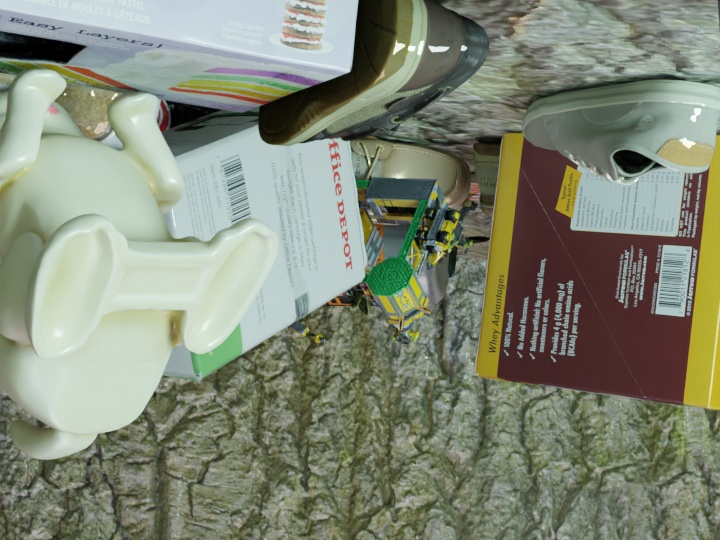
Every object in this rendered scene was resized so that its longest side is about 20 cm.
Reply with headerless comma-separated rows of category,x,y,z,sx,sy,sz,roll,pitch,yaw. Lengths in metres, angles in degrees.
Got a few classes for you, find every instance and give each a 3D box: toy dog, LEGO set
toy dog,-0.164,-0.018,0.740,0.139,0.194,0.200,-9,-138,-39
LEGO set,0.000,0.000,1.108,0.199,0.154,0.116,-3,142,24

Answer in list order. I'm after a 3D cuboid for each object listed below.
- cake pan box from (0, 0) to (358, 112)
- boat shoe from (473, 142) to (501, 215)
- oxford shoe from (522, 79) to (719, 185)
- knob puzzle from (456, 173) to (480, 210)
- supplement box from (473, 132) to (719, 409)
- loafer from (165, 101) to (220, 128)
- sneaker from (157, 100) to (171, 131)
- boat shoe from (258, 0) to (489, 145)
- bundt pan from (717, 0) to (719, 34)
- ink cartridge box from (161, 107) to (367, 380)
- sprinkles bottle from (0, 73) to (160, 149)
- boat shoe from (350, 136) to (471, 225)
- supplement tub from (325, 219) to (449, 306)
cake pan box,-0.123,-0.125,0.666,0.199,0.052,0.184,7,176,-22
boat shoe,0.140,-0.070,1.195,0.073,0.063,0.200,5,178,24
oxford shoe,0.159,-0.084,0.863,0.075,0.058,0.200,4,-179,-21
knob puzzle,0.092,-0.083,1.460,0.219,0.031,0.220,6,177,0
supplement box,0.216,0.001,1.055,0.200,0.198,0.133,5,178,38
loafer,-0.182,-0.113,1.067,0.199,0.073,0.071,9,-170,-1
sneaker,-0.238,-0.115,0.963,0.199,0.071,0.112,-1,-177,-6
boat shoe,0.000,-0.098,0.709,0.065,0.073,0.200,12,176,-22
bundt pan,0.216,-0.082,0.464,0.201,0.076,0.202,7,179,0
ink cartridge box,-0.089,-0.031,0.938,0.084,0.147,0.200,4,-160,33
sprinkles bottle,-0.216,-0.120,0.800,0.200,0.068,0.068,9,177,-44
boat shoe,-0.006,-0.082,1.174,0.199,0.074,0.069,1,172,15
supplement tub,-0.020,-0.027,1.266,0.199,0.123,0.123,-1,177,12
